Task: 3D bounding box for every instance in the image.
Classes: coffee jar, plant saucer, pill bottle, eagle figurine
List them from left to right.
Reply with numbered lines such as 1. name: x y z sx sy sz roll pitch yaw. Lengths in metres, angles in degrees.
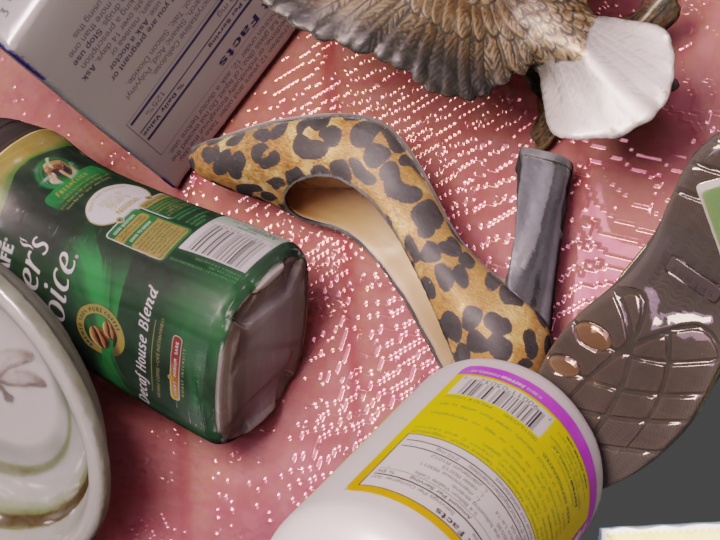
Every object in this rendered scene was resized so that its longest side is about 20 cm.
1. plant saucer: -0.191 0.051 1.014 0.199 0.201 0.050 26 44 23
2. coffee jar: -0.127 0.001 1.025 0.199 0.105 0.085 25 42 23
3. pill bottle: 0.024 0.124 0.883 0.104 0.200 0.105 13 120 25
4. eagle figurine: 0.056 -0.146 0.975 0.150 0.200 0.152 -22 38 40

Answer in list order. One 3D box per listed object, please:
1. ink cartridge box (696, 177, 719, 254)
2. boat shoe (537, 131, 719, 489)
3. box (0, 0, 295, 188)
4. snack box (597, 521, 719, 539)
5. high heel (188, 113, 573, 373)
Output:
1. ink cartridge box: 0.232 0.006 0.863 0.145 0.201 0.048 -18 36 12
2. boat shoe: 0.151 0.021 0.951 0.074 0.073 0.200 41 110 16
3. box: -0.109 -0.170 1.020 0.105 0.200 0.184 36 87 25
4. snack box: 0.207 0.169 0.905 0.199 0.037 0.117 -5 73 17
5. high heel: 0.000 0.000 1.001 0.199 0.071 0.143 7 70 10
